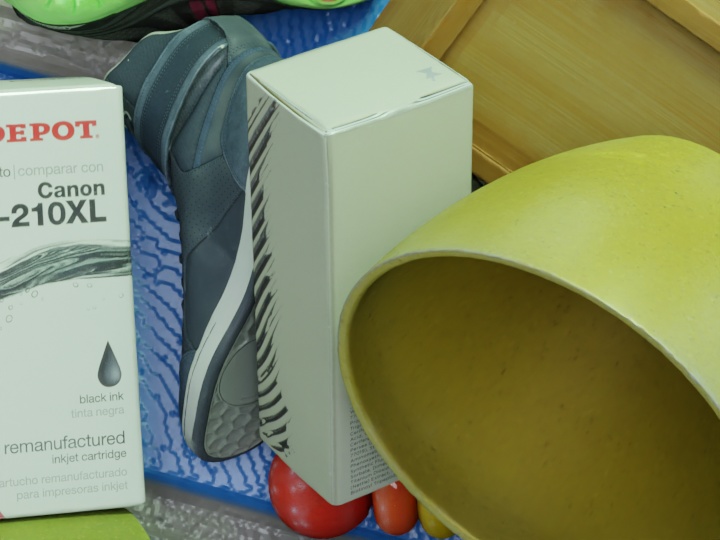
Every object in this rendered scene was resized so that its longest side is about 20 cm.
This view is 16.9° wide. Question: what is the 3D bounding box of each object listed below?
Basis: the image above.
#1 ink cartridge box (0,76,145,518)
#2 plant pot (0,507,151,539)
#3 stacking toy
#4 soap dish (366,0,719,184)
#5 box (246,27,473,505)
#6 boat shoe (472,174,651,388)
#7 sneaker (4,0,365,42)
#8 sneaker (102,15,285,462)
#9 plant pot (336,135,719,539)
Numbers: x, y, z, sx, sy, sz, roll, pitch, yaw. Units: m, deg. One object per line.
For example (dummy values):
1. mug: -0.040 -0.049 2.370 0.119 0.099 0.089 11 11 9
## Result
1. ink cartridge box: -0.183 0.012 1.137 0.144 0.084 0.202 -4 95 -17
2. plant pot: -0.181 0.193 1.121 0.199 0.187 0.188 -23 87 -18
3. stacking toy: 0.054 0.097 1.172 0.198 0.085 0.086 -2 86 3
4. soap dish: 0.112 -0.090 1.125 0.199 0.081 0.158 34 114 -10
5. box: 0.000 0.000 1.086 0.082 0.068 0.201 -20 127 -28
6. boat shoe: 0.058 0.000 1.174 0.200 0.072 0.072 38 92 20
7. sneaker: -0.082 -0.154 1.185 0.199 0.084 0.077 -4 85 -19
8. sneaker: -0.072 -0.023 1.171 0.077 0.146 0.203 -5 121 -41
9. plant pot: 0.111 0.026 1.030 0.200 0.200 0.142 39 55 1
